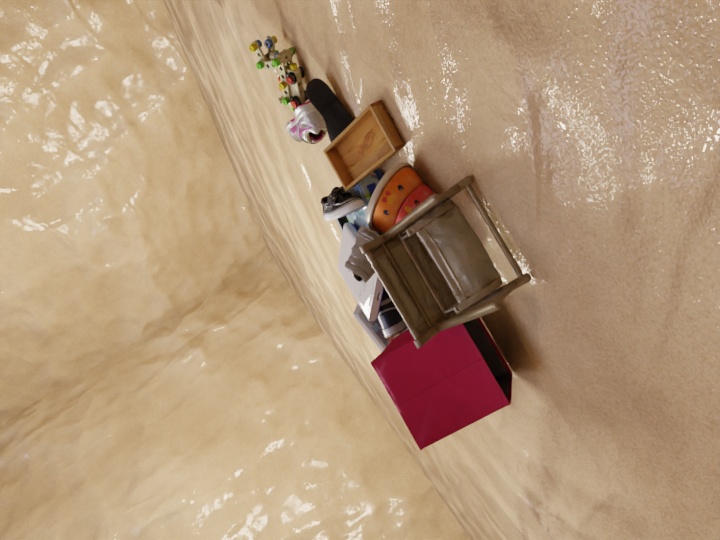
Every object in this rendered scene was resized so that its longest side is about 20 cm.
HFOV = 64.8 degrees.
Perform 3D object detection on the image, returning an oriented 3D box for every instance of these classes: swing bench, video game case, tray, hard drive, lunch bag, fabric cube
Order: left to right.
[{"bbox_3d":[0.000,0.000,1.294,0.201,0.025,0.134,-124,36,-47],"label":"hard drive"},{"bbox_3d":[0.004,-0.249,1.156,0.199,0.037,0.100,-28,93,55],"label":"tray"},{"bbox_3d":[0.031,-0.126,1.310,0.203,0.081,0.161,65,162,4],"label":"lunch bag"},{"bbox_3d":[0.067,0.102,1.455,0.023,0.184,0.201,-4,137,37],"label":"video game case"},{"bbox_3d":[0.136,-0.011,0.948,0.199,0.129,0.201,-33,87,45],"label":"swing bench"},{"bbox_3d":[0.169,0.195,1.136,0.202,0.197,0.196,59,-161,2],"label":"fabric cube"}]

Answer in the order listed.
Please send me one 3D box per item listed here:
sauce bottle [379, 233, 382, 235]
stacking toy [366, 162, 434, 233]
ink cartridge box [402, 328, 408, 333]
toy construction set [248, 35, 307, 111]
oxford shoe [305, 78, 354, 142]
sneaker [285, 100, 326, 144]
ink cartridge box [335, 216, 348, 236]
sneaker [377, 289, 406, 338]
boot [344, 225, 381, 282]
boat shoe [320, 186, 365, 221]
[{"bbox_3d":[0.108,-0.061,1.152,0.198,0.065,0.065,29,150,39],"label":"sauce bottle"},{"bbox_3d":[0.123,-0.098,1.066,0.198,0.147,0.147,32,157,22],"label":"stacking toy"},{"bbox_3d":[0.192,0.229,1.371,0.200,0.086,0.146,43,174,-26],"label":"ink cartridge box"},{"bbox_3d":[-0.192,-0.474,1.410,0.129,0.093,0.201,23,158,26],"label":"toy construction set"},{"bbox_3d":[-0.048,-0.337,1.276,0.203,0.070,0.071,61,-166,-7],"label":"oxford shoe"},{"bbox_3d":[-0.136,-0.363,1.463,0.089,0.080,0.200,61,167,-3],"label":"sneaker"},{"bbox_3d":[0.012,-0.081,1.420,0.039,0.098,0.203,97,149,-69],"label":"ink cartridge box"},{"bbox_3d":[0.072,0.089,1.360,0.110,0.069,0.200,65,-170,0],"label":"sneaker"},{"bbox_3d":[0.013,-0.024,1.139,0.073,0.097,0.200,30,180,16],"label":"boot"},{"bbox_3d":[-0.048,-0.156,1.284,0.067,0.069,0.200,69,166,-7],"label":"boat shoe"}]
